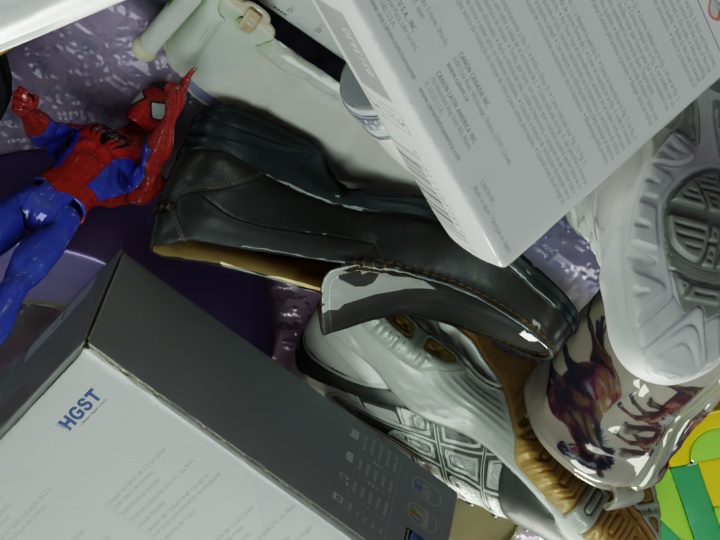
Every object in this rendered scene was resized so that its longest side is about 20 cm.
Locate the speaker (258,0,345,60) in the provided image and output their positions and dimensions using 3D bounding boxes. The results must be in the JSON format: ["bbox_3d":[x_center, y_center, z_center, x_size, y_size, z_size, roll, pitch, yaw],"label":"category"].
[{"bbox_3d":[-0.015,-0.143,1.088,0.200,0.081,0.081,33,123,-12],"label":"speaker"}]

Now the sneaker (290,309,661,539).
[{"bbox_3d":[0.054,0.081,1.213,0.200,0.076,0.088,42,127,2],"label":"sneaker"}]

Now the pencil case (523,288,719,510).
[{"bbox_3d":[0.157,0.015,1.145,0.078,0.090,0.200,16,123,-40],"label":"pencil case"}]

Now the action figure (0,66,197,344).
[{"bbox_3d":[-0.140,-0.037,1.109,0.065,0.200,0.099,31,139,13],"label":"action figure"}]

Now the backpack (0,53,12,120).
[{"bbox_3d":[-0.251,-0.107,1.118,0.126,0.167,0.200,-2,132,53],"label":"backpack"}]

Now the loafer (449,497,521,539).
[{"bbox_3d":[0.008,0.147,1.286,0.200,0.068,0.076,-31,114,27],"label":"loafer"}]

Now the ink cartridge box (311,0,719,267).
[{"bbox_3d":[0.087,-0.120,0.974,0.200,0.050,0.161,-42,133,-11],"label":"ink cartridge box"}]

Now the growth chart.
[{"bbox_3d":[-0.016,-0.062,1.141,0.200,0.018,0.145,35,159,-15],"label":"growth chart"}]

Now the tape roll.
[{"bbox_3d":[-0.147,0.047,1.238,0.199,0.085,0.200,5,124,8],"label":"tape roll"}]

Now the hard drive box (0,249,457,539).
[{"bbox_3d":[-0.081,0.112,1.171,0.200,0.077,0.156,37,123,-15],"label":"hard drive box"}]

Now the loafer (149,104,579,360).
[{"bbox_3d":[0.000,0.000,1.140,0.200,0.072,0.073,24,160,12],"label":"loafer"}]

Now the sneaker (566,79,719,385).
[{"bbox_3d":[0.126,-0.025,1.082,0.078,0.200,0.099,26,139,-18],"label":"sneaker"}]

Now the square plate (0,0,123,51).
[{"bbox_3d":[-0.097,-0.196,0.889,0.198,0.028,0.201,-19,96,16],"label":"square plate"}]

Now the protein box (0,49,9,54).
[{"bbox_3d":[-0.208,-0.162,0.991,0.135,0.200,0.199,-13,110,55],"label":"protein box"}]

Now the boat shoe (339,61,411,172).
[{"bbox_3d":[0.075,-0.120,1.044,0.071,0.200,0.070,19,157,48],"label":"boat shoe"}]

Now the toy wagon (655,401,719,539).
[{"bbox_3d":[0.202,0.132,1.258,0.155,0.040,0.200,-12,120,18],"label":"toy wagon"}]
